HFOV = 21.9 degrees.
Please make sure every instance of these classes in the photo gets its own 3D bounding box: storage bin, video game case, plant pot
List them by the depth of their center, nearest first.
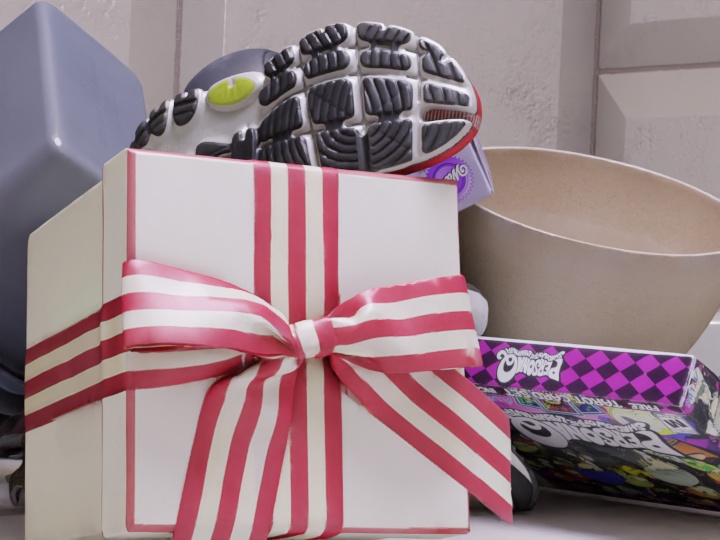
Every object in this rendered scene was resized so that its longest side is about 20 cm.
[{"bbox_3d":[-0.178,-0.040,1.005,0.145,0.134,0.200,40,20,-33],"label":"storage bin"},{"bbox_3d":[0.143,0.093,1.105,0.199,0.036,0.181,4,-24,37],"label":"video game case"},{"bbox_3d":[0.138,0.015,1.199,0.199,0.135,0.200,9,19,-3],"label":"plant pot"}]

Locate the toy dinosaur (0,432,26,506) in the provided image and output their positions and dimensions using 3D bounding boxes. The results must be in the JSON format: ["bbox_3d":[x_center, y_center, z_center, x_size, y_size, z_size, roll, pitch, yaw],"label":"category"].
[{"bbox_3d":[-0.109,0.074,1.046,0.199,0.077,0.102,-26,47,-18],"label":"toy dinosaur"}]

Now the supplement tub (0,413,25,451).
[{"bbox_3d":[-0.215,0.072,1.307,0.107,0.108,0.200,4,1,39],"label":"supplement tub"}]

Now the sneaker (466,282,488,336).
[{"bbox_3d":[0.000,0.000,1.159,0.199,0.082,0.077,3,-21,43],"label":"sneaker"}]

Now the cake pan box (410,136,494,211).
[{"bbox_3d":[-0.016,-0.040,1.074,0.184,0.052,0.200,-23,8,4],"label":"cake pan box"}]

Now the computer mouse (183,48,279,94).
[{"bbox_3d":[-0.082,-0.079,1.047,0.140,0.046,0.200,-25,-7,13],"label":"computer mouse"}]

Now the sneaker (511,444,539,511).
[{"bbox_3d":[0.009,0.110,1.114,0.199,0.080,0.074,18,-18,5],"label":"sneaker"}]

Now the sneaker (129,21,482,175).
[{"bbox_3d":[-0.020,-0.065,0.904,0.199,0.077,0.085,-9,-19,35],"label":"sneaker"}]

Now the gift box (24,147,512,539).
[{"bbox_3d":[-0.046,0.058,0.851,0.184,0.201,0.187,-1,-12,-26],"label":"gift box"}]

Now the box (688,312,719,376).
[{"bbox_3d":[0.187,0.084,1.444,0.199,0.110,0.128,3,2,12],"label":"box"}]
